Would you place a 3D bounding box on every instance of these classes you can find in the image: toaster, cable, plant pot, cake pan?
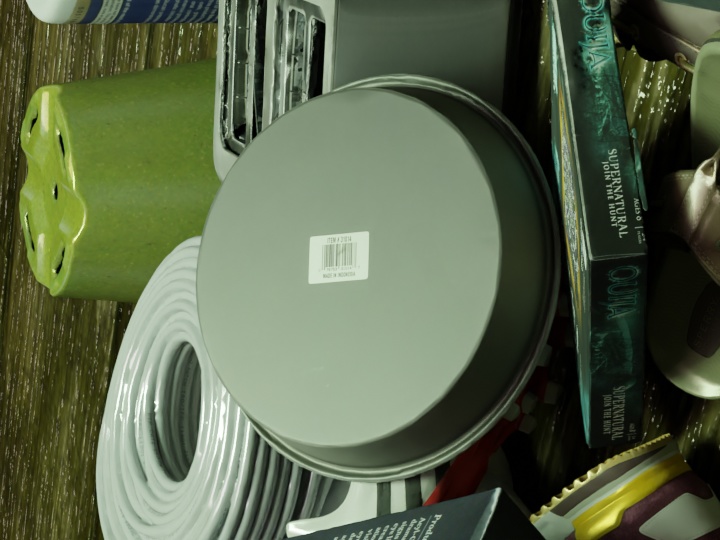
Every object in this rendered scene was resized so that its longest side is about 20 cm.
[{"bbox_3d":[0.005,-0.106,1.231,0.181,0.118,0.201,-147,57,-61],"label":"toaster"},{"bbox_3d":[-0.079,0.078,1.226,0.200,0.069,0.201,-29,57,56],"label":"cable"},{"bbox_3d":[-0.113,-0.053,1.432,0.200,0.183,0.201,177,90,-67],"label":"plant pot"},{"bbox_3d":[0.000,0.000,1.087,0.199,0.037,0.201,-7,77,31],"label":"cake pan"}]

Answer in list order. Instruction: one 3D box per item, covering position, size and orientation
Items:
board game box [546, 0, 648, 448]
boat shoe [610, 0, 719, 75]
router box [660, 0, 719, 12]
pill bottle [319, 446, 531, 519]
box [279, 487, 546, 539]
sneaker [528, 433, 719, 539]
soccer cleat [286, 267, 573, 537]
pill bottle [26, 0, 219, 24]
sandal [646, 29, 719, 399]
[{"bbox_3d":[0.105,-0.021,1.003,0.200,0.028,0.136,79,-175,-64],"label":"board game box"},{"bbox_3d":[0.134,-0.119,0.989,0.200,0.072,0.060,33,120,55],"label":"boat shoe"},{"bbox_3d":[0.088,-0.174,0.875,0.199,0.150,0.062,18,70,40],"label":"router box"},{"bbox_3d":[0.014,0.110,1.240,0.200,0.115,0.116,-132,44,-56],"label":"pill bottle"},{"bbox_3d":[0.018,0.198,1.023,0.200,0.148,0.104,-18,30,43],"label":"box"},{"bbox_3d":[0.099,0.164,1.062,0.090,0.075,0.200,56,133,17],"label":"sneaker"},{"bbox_3d":[0.038,0.072,1.121,0.200,0.085,0.069,-59,-21,-15],"label":"soccer cleat"},{"bbox_3d":[-0.098,-0.203,1.356,0.111,0.199,0.112,177,90,-67],"label":"pill bottle"},{"bbox_3d":[0.151,-0.010,0.928,0.080,0.057,0.201,35,143,27],"label":"sandal"}]
